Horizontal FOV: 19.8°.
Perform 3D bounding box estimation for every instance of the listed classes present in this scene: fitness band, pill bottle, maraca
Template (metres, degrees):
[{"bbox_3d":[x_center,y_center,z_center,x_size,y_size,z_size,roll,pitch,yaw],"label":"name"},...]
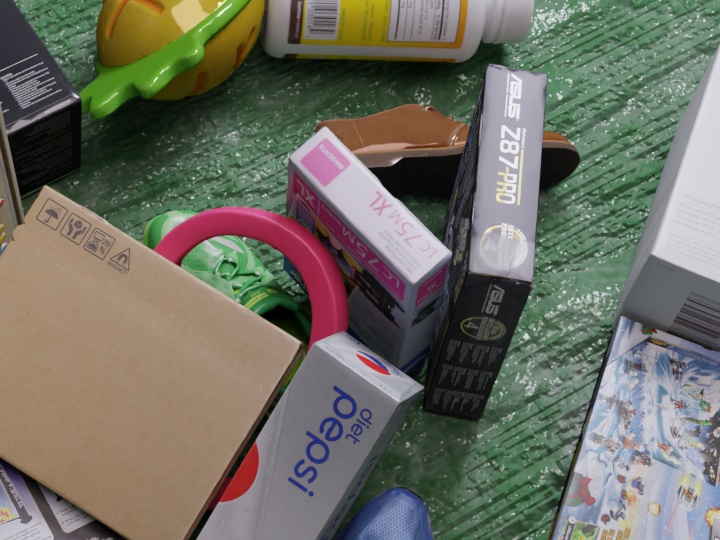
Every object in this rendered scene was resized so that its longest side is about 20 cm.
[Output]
[{"bbox_3d":[-0.085,0.058,1.345,0.142,0.037,0.202,17,102,11],"label":"fitness band"},{"bbox_3d":[0.026,-0.211,1.539,0.198,0.109,0.110,1,61,-9],"label":"pill bottle"},{"bbox_3d":[-0.136,-0.170,1.475,0.107,0.136,0.201,54,34,-22],"label":"maraca"}]

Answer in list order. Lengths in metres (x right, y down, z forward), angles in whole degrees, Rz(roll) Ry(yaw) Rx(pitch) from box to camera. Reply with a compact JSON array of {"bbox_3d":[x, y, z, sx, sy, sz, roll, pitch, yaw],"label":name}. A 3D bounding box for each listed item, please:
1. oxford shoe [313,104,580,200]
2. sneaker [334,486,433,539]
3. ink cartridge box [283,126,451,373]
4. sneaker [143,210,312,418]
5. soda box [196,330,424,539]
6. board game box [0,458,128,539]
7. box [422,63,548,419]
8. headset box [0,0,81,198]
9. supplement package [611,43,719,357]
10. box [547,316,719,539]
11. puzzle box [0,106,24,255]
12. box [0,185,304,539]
[{"bbox_3d":[0.061,-0.092,1.505,0.198,0.072,0.072,-1,56,-9],"label":"oxford shoe"},{"bbox_3d":[-0.001,0.222,1.305,0.078,0.089,0.201,24,60,3],"label":"sneaker"},{"bbox_3d":[0.000,0.000,1.368,0.042,0.200,0.119,-39,74,-16],"label":"ink cartridge box"},{"bbox_3d":[-0.071,0.026,1.406,0.074,0.084,0.200,-34,71,-24],"label":"sneaker"},{"bbox_3d":[-0.043,0.140,1.293,0.068,0.063,0.201,34,104,10],"label":"soda box"},{"bbox_3d":[-0.237,0.160,1.320,0.199,0.057,0.166,-24,65,-21],"label":"board game box"},{"bbox_3d":[0.083,-0.016,1.388,0.049,0.200,0.162,10,59,-2],"label":"box"},{"bbox_3d":[-0.318,-0.132,1.447,0.173,0.093,0.200,-29,69,-22],"label":"headset box"},{"bbox_3d":[0.272,-0.042,1.483,0.116,0.117,0.201,21,61,3],"label":"supplement package"},{"bbox_3d":[0.212,0.143,1.414,0.136,0.040,0.201,20,60,3],"label":"box"},{"bbox_3d":[-0.270,-0.032,1.339,0.025,0.201,0.134,22,60,14],"label":"puzzle box"},{"bbox_3d":[-0.161,0.065,1.309,0.199,0.021,0.164,31,84,8],"label":"box"}]
